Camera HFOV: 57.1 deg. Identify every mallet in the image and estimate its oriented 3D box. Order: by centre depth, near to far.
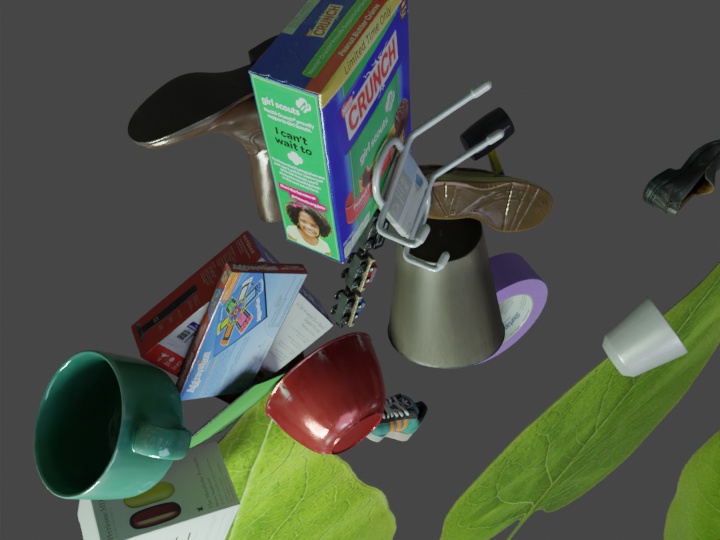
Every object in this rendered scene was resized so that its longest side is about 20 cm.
[{"bbox_3d":[0.190,-0.145,0.888,0.065,0.042,0.199,-39,149,9],"label":"mallet"}]

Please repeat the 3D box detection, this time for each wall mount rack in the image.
[{"bbox_3d":[0.082,-0.098,0.693,0.178,0.073,0.200,-69,160,-5],"label":"wall mount rack"}]

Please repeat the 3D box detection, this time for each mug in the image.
[{"bbox_3d":[-0.264,0.185,0.740,0.153,0.185,0.114,-52,146,7],"label":"mug"},{"bbox_3d":[0.664,0.175,1.561,0.152,0.152,0.185,-37,139,17],"label":"mug"}]

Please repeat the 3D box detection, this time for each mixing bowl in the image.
[{"bbox_3d":[-0.034,0.201,0.991,0.197,0.109,0.202,-31,155,-16],"label":"mixing bowl"}]

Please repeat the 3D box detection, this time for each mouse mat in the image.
[{"bbox_3d":[-0.170,0.190,0.902,0.160,0.008,0.200,-40,173,7],"label":"mouse mat"}]

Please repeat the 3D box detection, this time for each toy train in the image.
[{"bbox_3d":[0.000,0.000,0.890,0.045,0.034,0.203,-22,143,-40],"label":"toy train"}]

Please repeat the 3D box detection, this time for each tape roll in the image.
[{"bbox_3d":[0.221,0.069,1.126,0.196,0.066,0.203,-23,142,-19],"label":"tape roll"}]

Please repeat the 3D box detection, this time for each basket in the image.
[{"bbox_3d":[0.116,0.019,0.920,0.175,0.138,0.203,2,137,11],"label":"basket"}]

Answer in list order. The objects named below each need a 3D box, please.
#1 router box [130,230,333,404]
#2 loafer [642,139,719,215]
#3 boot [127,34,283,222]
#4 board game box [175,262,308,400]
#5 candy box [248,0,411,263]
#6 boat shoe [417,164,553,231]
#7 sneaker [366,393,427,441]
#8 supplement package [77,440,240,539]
[{"bbox_3d":[-0.151,0.068,0.822,0.178,0.049,0.200,-39,145,3],"label":"router box"},{"bbox_3d":[0.603,-0.163,1.183,0.197,0.073,0.073,-34,144,-5],"label":"loafer"},{"bbox_3d":[-0.112,-0.105,0.652,0.183,0.065,0.202,-29,148,-15],"label":"boot"},{"bbox_3d":[-0.143,0.074,0.775,0.101,0.020,0.203,-1,131,-42],"label":"board game box"},{"bbox_3d":[-0.016,-0.141,0.613,0.171,0.075,0.203,-59,156,-31],"label":"candy box"},{"bbox_3d":[0.151,-0.101,0.840,0.194,0.073,0.074,2,128,-17],"label":"boat shoe"},{"bbox_3d":[0.055,0.257,1.199,0.080,0.072,0.198,-50,148,12],"label":"sneaker"},{"bbox_3d":[-0.292,0.346,0.957,0.196,0.115,0.111,-6,137,-36],"label":"supplement package"}]
